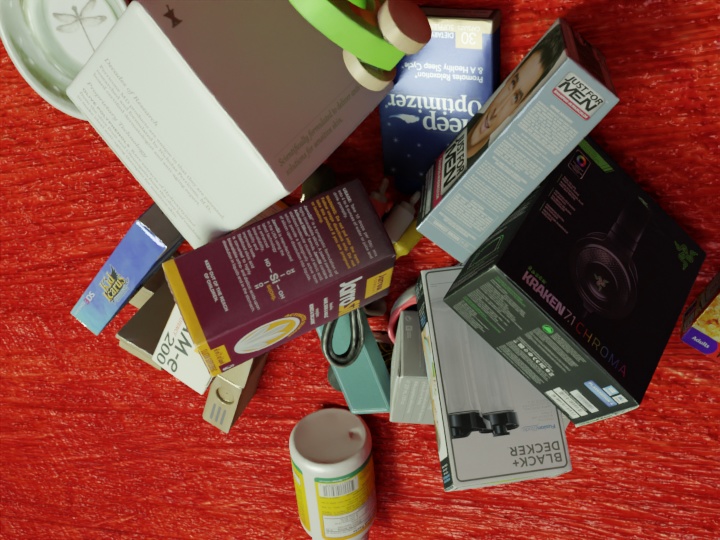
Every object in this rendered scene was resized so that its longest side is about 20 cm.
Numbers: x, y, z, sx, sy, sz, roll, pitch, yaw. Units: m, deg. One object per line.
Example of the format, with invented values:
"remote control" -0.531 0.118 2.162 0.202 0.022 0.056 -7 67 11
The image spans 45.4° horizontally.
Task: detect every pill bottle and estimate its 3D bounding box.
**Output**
"pill bottle" -0.033 0.297 1.171 0.110 0.113 0.204 10 127 21

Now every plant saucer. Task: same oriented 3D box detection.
"plant saucer" -0.311 -0.268 0.952 0.196 0.050 0.204 15 128 19
"plant saucer" -0.017 0.077 0.965 0.069 0.019 0.203 -8 114 35

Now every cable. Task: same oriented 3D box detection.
"cable" 0.000 0.000 0.902 0.096 0.203 0.050 27 174 -23

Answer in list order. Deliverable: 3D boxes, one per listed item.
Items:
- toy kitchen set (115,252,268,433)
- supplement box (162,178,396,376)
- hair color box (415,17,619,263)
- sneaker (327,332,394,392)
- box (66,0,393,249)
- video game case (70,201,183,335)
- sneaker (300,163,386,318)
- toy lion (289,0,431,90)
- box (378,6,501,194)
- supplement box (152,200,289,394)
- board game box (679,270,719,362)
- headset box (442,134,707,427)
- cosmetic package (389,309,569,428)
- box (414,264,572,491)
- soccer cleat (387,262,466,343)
"toy kitchen set" -0.238 0.111 1.111 0.197 0.164 0.182 29 132 6
"supplement box" -0.072 0.009 0.808 0.087 0.197 0.111 62 169 18
"hair color box" 0.133 -0.113 0.764 0.060 0.100 0.200 33 121 -15
"sneaker" 0.033 0.122 1.028 0.197 0.085 0.075 -14 115 35
"box" -0.117 -0.171 0.801 0.201 0.200 0.170 50 140 -12
"video game case" -0.229 -0.038 0.985 0.045 0.182 0.200 42 132 -8
"sneaker" -0.010 -0.027 0.961 0.088 0.068 0.204 7 128 15
"toy lion" -0.024 -0.274 0.704 0.190 0.203 0.068 31 137 -22
"box" 0.077 -0.152 0.842 0.119 0.033 0.203 9 128 22
"supplement box" -0.140 0.022 0.969 0.073 0.201 0.127 33 132 0
"board game box" 0.410 0.023 0.780 0.149 0.046 0.202 29 131 6
"headset box" 0.201 0.001 0.782 0.174 0.201 0.093 43 148 -6
"cosmetic package" 0.131 0.107 0.910 0.195 0.092 0.108 5 144 0
"box" 0.122 0.098 0.817 0.114 0.205 0.060 -5 163 -5
"soccer cleat" 0.108 0.022 0.920 0.198 0.077 0.067 -29 107 40
